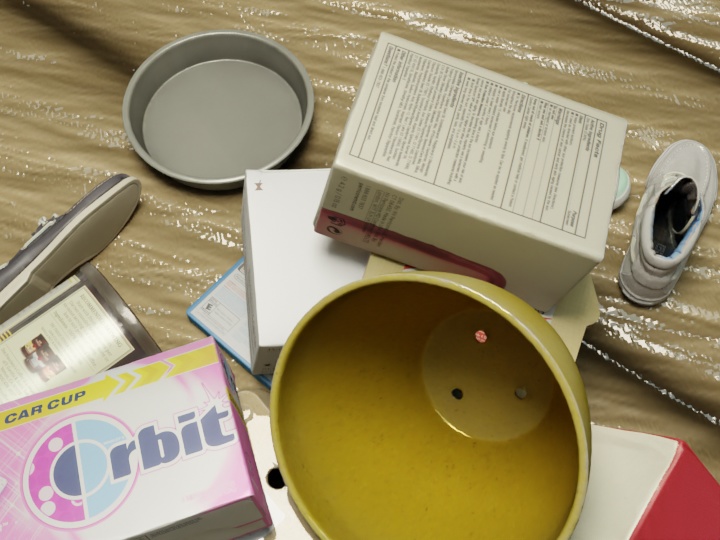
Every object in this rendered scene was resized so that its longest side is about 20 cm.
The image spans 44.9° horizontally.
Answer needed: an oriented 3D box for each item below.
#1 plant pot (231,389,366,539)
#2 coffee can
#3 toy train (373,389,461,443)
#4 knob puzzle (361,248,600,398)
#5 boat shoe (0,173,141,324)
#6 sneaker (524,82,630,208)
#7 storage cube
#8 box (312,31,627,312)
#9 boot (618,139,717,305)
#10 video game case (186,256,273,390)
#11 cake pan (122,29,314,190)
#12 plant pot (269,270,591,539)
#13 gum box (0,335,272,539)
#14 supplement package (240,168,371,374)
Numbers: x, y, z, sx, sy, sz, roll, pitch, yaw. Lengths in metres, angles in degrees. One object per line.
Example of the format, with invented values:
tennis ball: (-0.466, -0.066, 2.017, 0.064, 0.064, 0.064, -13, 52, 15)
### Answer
plant pot: (-0.089, 0.204, 0.654, 0.200, 0.177, 0.200, -38, 69, -17)
coffee can: (-0.264, 0.110, 0.719, 0.200, 0.146, 0.146, -37, 69, -17)
toy train: (0.040, 0.138, 0.693, 0.200, 0.085, 0.114, 42, 38, -26)
knob puzzle: (0.099, 0.002, 0.708, 0.219, 0.030, 0.220, 4, 66, -9)
boat shoe: (-0.297, -0.030, 0.833, 0.063, 0.073, 0.200, 38, 74, 14)
sneaker: (0.176, -0.121, 0.854, 0.200, 0.118, 0.074, 16, 62, 6)
storage cube: (0.162, 0.223, 0.603, 0.180, 0.200, 0.171, 47, 66, -23)
box: (0.080, -0.071, 0.659, 0.200, 0.109, 0.128, 20, 64, -3)
boot: (0.309, -0.065, 0.837, 0.073, 0.096, 0.200, 21, 65, 10)
video game case: (-0.047, 0.017, 0.839, 0.143, 0.018, 0.200, 38, 69, 18)
cake pan: (-0.148, -0.168, 0.922, 0.200, 0.037, 0.201, 0, 63, 0)
plant pot: (0.063, 0.087, 0.567, 0.200, 0.200, 0.142, 36, 24, 17)
gum box: (-0.169, 0.133, 0.554, 0.200, 0.066, 0.114, -18, 58, -5)
supplement package: (0.000, 0.000, 0.769, 0.199, 0.111, 0.156, -3, 71, -10)
